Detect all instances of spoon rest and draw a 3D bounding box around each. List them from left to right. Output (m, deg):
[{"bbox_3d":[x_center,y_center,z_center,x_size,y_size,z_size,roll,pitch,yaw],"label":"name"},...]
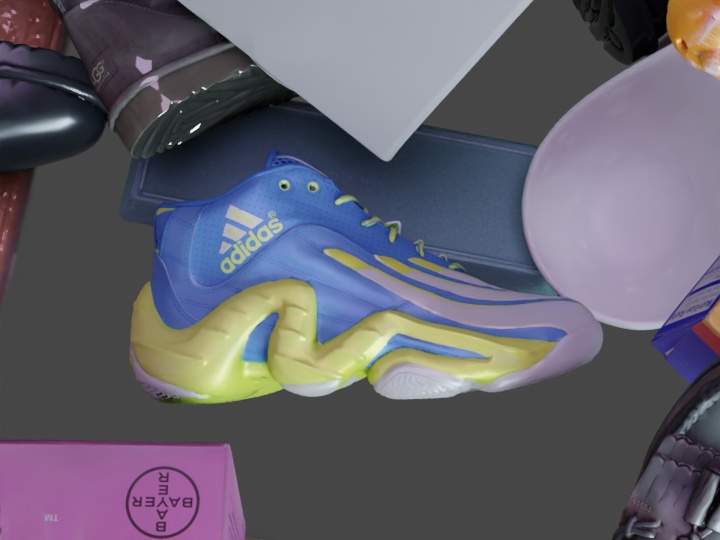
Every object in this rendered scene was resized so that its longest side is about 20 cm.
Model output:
[{"bbox_3d":[0.144,-0.068,0.838,0.099,0.061,0.201,35,95,12],"label":"spoon rest"}]

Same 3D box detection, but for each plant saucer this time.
[{"bbox_3d":[-0.005,-0.039,0.886,0.198,0.019,0.071,11,74,5],"label":"plant saucer"}]

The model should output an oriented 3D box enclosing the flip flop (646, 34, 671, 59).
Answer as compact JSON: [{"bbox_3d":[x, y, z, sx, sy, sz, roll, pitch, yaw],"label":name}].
[{"bbox_3d":[0.222,-0.092,0.875,0.198,0.058,0.082,-5,74,0],"label":"flip flop"}]

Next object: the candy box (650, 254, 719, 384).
[{"bbox_3d":[0.244,0.007,0.791,0.169,0.077,0.200,41,79,2],"label":"candy box"}]

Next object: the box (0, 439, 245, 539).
[{"bbox_3d":[-0.137,0.174,0.771,0.174,0.097,0.202,1,65,1],"label":"box"}]

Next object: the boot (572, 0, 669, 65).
[{"bbox_3d":[0.147,-0.209,0.900,0.167,0.077,0.202,-23,69,-1],"label":"boot"}]

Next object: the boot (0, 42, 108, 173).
[{"bbox_3d":[-0.207,-0.013,0.846,0.198,0.076,0.170,5,81,-7],"label":"boot"}]

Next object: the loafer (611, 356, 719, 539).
[{"bbox_3d":[0.119,0.125,0.753,0.071,0.063,0.202,26,119,15],"label":"loafer"}]

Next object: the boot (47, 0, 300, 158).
[{"bbox_3d":[-0.090,-0.161,0.858,0.181,0.073,0.201,-24,74,-44],"label":"boot"}]

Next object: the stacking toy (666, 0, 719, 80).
[{"bbox_3d":[0.191,-0.041,0.717,0.200,0.116,0.110,39,71,17],"label":"stacking toy"}]

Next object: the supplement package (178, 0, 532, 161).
[{"bbox_3d":[0.028,-0.157,0.751,0.121,0.200,0.120,37,58,-6],"label":"supplement package"}]

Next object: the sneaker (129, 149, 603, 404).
[{"bbox_3d":[0.000,0.000,0.834,0.198,0.076,0.106,-3,90,1],"label":"sneaker"}]
